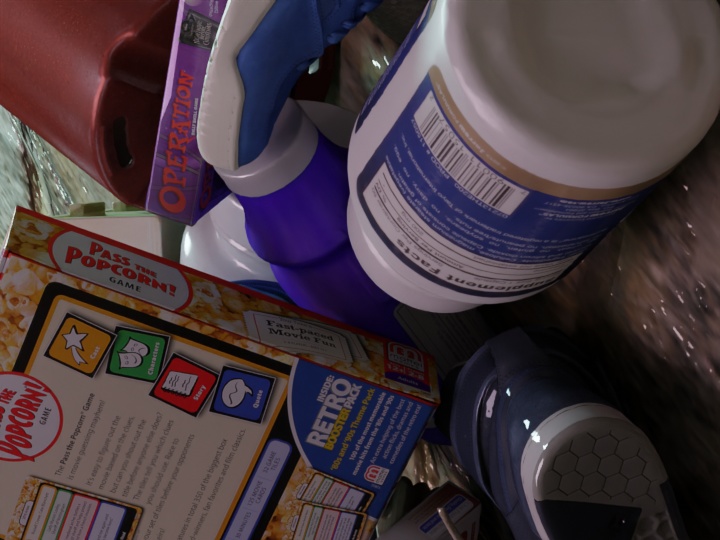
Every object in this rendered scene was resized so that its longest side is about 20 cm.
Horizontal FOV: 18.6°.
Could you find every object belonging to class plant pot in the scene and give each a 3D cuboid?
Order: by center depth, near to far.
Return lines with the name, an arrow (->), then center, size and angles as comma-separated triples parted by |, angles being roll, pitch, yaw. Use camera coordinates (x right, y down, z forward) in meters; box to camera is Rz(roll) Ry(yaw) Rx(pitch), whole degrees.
plant pot -> -0.127, -0.140, 1.176 | 0.195, 0.201, 0.201 | 43, 146, 38

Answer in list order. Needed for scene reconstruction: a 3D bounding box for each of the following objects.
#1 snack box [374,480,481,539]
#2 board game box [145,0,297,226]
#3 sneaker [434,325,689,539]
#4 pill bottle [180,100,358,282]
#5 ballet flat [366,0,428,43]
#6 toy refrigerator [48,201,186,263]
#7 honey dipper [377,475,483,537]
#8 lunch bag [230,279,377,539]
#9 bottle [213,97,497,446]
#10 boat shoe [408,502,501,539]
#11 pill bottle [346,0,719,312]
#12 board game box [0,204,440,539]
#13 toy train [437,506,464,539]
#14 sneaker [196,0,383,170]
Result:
snack box -> 0.020, 0.191, 1.052 | 0.024, 0.072, 0.200 | 31, 138, 28
board game box -> -0.048, -0.131, 0.989 | 0.120, 0.032, 0.200 | -54, -21, -64
sneaker -> 0.099, 0.118, 0.972 | 0.146, 0.077, 0.203 | -130, 20, -62
pill bottle -> -0.035, 0.015, 1.148 | 0.120, 0.119, 0.200 | 54, 154, 38
ballet flat -> 0.004, -0.175, 0.973 | 0.067, 0.062, 0.200 | 58, 156, 32
toy refrigerator -> -0.118, -0.007, 1.254 | 0.200, 0.076, 0.070 | -20, -72, -76
honey dipper -> -0.034, 0.110, 1.134 | 0.038, 0.200, 0.038 | -163, 90, -74
lunch bag -> -0.080, 0.110, 1.067 | 0.082, 0.160, 0.200 | -104, -3, -66
bottle -> 0.000, 0.000, 1.017 | 0.084, 0.065, 0.200 | 36, 168, 48
boat shoe -> 0.070, 0.207, 1.128 | 0.075, 0.075, 0.203 | 30, 143, 50
pill bottle -> 0.058, -0.052, 0.870 | 0.111, 0.111, 0.200 | 67, 159, 13
board game box -> -0.086, 0.076, 0.980 | 0.046, 0.200, 0.152 | -94, 27, -63
toy train -> 0.047, 0.205, 1.008 | 0.200, 0.116, 0.085 | 52, -165, -19
sneaker -> 0.008, -0.120, 0.891 | 0.077, 0.111, 0.200 | -84, 14, -72
